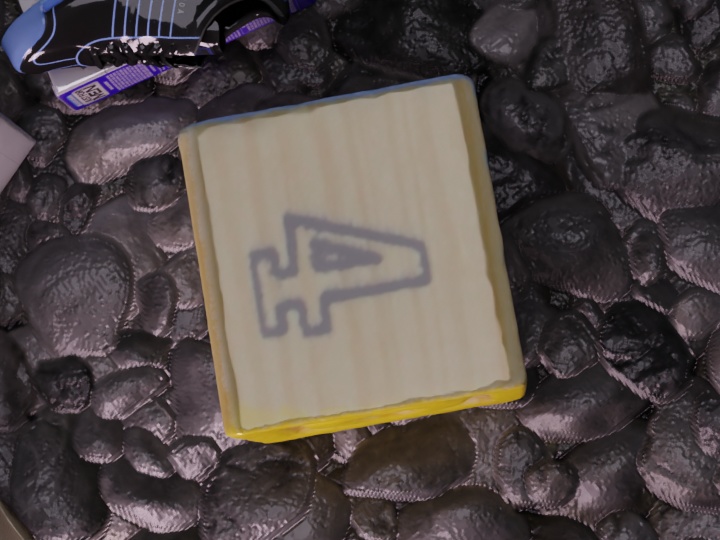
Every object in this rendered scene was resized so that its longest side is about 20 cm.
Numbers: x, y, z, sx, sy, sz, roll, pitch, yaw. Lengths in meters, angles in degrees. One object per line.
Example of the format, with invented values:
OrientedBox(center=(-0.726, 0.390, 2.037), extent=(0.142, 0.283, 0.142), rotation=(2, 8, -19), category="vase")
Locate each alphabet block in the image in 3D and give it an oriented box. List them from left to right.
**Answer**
OrientedBox(center=(0.000, 0.000, 1.198), extent=(0.195, 0.195, 0.202), rotation=(-10, 84, 5), category="alphabet block")

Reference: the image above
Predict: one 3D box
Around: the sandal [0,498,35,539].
OrientedBox(center=(-0.301, 0.164, 1.272), extent=(0.200, 0.054, 0.080), rotation=(45, 89, 8), category="sandal")

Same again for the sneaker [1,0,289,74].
OrientedBox(center=(-0.144, -0.168, 1.228), extent=(0.199, 0.070, 0.078), rotation=(-25, 79, 1), category="sneaker")

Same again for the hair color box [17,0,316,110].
OrientedBox(center=(-0.144, -0.208, 1.298), extent=(0.199, 0.065, 0.110), rotation=(-23, 83, 0), category="hair color box")

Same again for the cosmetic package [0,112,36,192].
OrientedBox(center=(-0.345, -0.058, 1.228), extent=(0.122, 0.199, 0.201), rotation=(33, 87, 8), category="cosmetic package")
